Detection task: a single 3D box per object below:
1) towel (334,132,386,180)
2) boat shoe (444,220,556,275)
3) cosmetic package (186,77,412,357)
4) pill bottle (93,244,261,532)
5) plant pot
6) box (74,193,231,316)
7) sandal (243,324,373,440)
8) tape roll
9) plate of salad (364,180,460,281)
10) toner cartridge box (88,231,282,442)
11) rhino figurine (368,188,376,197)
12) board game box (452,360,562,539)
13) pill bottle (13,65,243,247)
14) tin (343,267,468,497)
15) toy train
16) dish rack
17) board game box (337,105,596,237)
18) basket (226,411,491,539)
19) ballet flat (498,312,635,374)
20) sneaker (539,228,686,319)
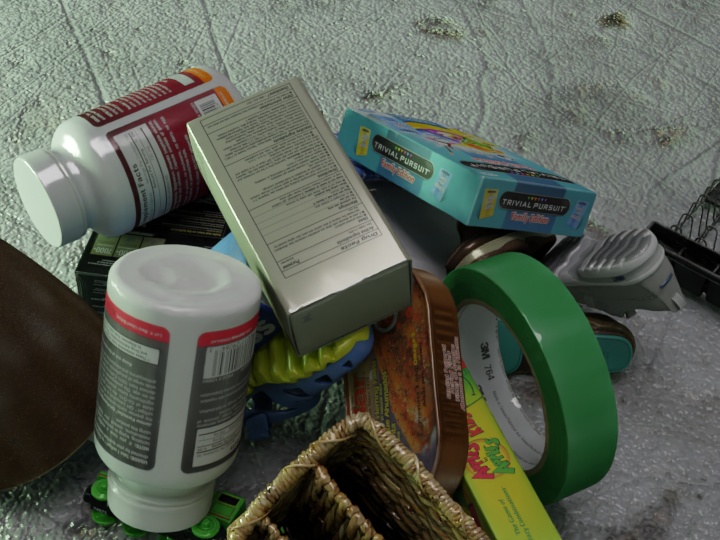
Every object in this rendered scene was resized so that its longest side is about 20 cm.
[{"bbox_3d":[-0.007,-0.121,1.179,0.145,0.024,0.200,24,18,34],"label":"towel"},{"bbox_3d":[0.115,-0.025,1.079,0.075,0.075,0.202,45,20,15],"label":"boat shoe"},{"bbox_3d":[-0.048,-0.045,0.900,0.105,0.071,0.200,-23,60,-10],"label":"cosmetic package"},{"bbox_3d":[-0.140,0.091,0.862,0.111,0.200,0.111,9,25,-4],"label":"pill bottle"},{"bbox_3d":[-0.317,0.043,0.912,0.187,0.200,0.187,-14,44,14],"label":"plant pot"},{"bbox_3d":[-0.145,-0.012,1.097,0.200,0.086,0.164,7,44,3],"label":"box"},{"bbox_3d":[-0.062,0.086,0.956,0.200,0.087,0.080,-27,44,35],"label":"sandal"},{"bbox_3d":[0.128,0.087,0.933,0.048,0.201,0.200,-19,49,-20],"label":"tape roll"},{"bbox_3d":[0.043,-0.031,1.131,0.200,0.048,0.200,26,29,-16],"label":"plate of salad"},{"bbox_3d":[-0.150,0.060,0.965,0.200,0.043,0.095,-39,39,20],"label":"toner cartridge box"},{"bbox_3d":[0.000,0.000,1.003,0.060,0.200,0.087,-31,23,-33],"label":"rhino figurine"},{"bbox_3d":[0.088,0.167,0.919,0.048,0.102,0.200,-12,47,-16],"label":"board game box"},{"bbox_3d":[-0.201,-0.100,1.041,0.200,0.113,0.113,-28,53,-28],"label":"pill bottle"},{"bbox_3d":[0.033,0.093,0.909,0.042,0.112,0.200,14,63,-39],"label":"tin"},{"bbox_3d":[-0.125,0.199,0.920,0.200,0.042,0.056,17,37,14],"label":"toy train"},{"bbox_3d":[0.392,-0.033,1.175,0.153,0.055,0.200,32,51,24],"label":"dish rack"},{"bbox_3d":[0.095,-0.093,1.079,0.151,0.047,0.200,3,21,-40],"label":"board game box"},{"bbox_3d":[0.001,0.225,0.793,0.143,0.149,0.200,-32,71,-31],"label":"basket"},{"bbox_3d":[0.151,0.057,1.069,0.200,0.068,0.072,1,25,-3],"label":"ballet flat"},{"bbox_3d":[0.217,0.015,1.062,0.075,0.200,0.082,-42,103,-14],"label":"sneaker"}]
